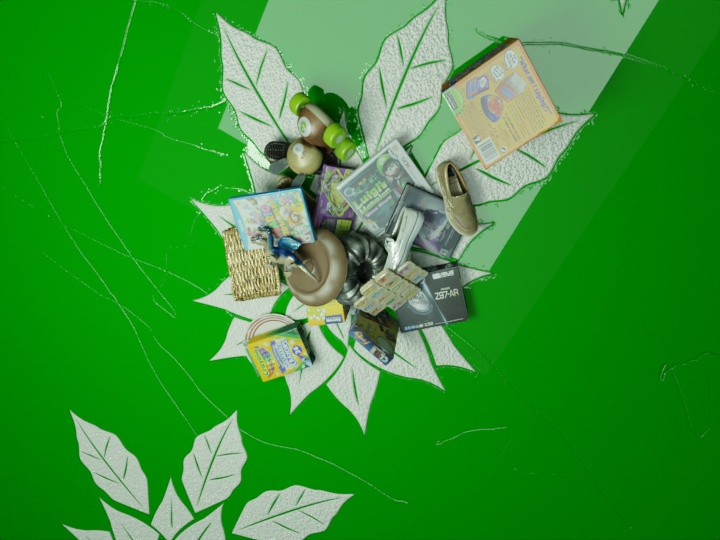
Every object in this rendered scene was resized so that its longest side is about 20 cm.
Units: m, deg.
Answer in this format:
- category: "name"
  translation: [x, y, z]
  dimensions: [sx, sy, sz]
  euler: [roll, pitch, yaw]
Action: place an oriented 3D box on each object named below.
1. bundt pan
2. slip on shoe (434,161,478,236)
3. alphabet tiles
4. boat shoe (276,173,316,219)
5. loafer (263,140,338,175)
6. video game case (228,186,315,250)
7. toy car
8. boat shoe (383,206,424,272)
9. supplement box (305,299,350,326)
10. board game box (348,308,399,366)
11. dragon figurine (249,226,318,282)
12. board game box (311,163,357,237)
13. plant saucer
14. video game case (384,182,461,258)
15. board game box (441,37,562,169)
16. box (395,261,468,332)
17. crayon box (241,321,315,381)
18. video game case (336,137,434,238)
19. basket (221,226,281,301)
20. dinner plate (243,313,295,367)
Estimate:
- category: "bundt pan"
  translation: [0.000, 0.000, 1.647]
  dimensions: [0.198, 0.075, 0.208]
  euler: [-9, 105, -36]
- category: "slip on shoe"
  translation: [0.251, -0.183, 1.593]
  dimensions: [0.074, 0.060, 0.205]
  euler: [-21, 95, -14]
- category: "alphabet tiles"
  translation: [0.082, 0.051, 1.626]
  dimensions: [0.194, 0.199, 0.015]
  euler: [-38, 59, 16]
- category: "boat shoe"
  translation: [-0.156, -0.178, 1.674]
  dimensions: [0.072, 0.065, 0.200]
  euler: [-39, 120, 5]
- category: "loafer"
  translation: [-0.155, -0.293, 1.637]
  dimensions: [0.195, 0.071, 0.075]
  euler: [13, 77, -6]
- category: "video game case"
  translation: [-0.220, -0.128, 1.562]
  dimensions: [0.195, 0.018, 0.146]
  euler: [-6, 118, 15]
- category: "toy car"
  translation: [-0.138, -0.297, 1.537]
  dimensions: [0.164, 0.158, 0.201]
  euler: [43, 94, 22]
- category: "boat shoe"
  translation: [0.093, -0.069, 1.615]
  dimensions: [0.066, 0.073, 0.204]
  euler: [22, 94, -21]
- category: "supplement box"
  translation: [-0.100, 0.035, 1.718]
  dimensions: [0.106, 0.110, 0.205]
  euler: [-6, 110, 11]
- category: "board game box"
  translation: [0.040, 0.157, 1.695]
  dimensions: [0.135, 0.201, 0.035]
  euler: [41, 112, -8]
- category: "dragon figurine"
  translation: [-0.183, -0.043, 1.550]
  dimensions: [0.195, 0.101, 0.059]
  euler: [19, 137, -10]
- category: "board game box"
  translation: [-0.062, -0.175, 1.650]
  dimensions: [0.118, 0.032, 0.205]
  euler: [1, 115, -33]
- category: "plant saucer"
  translation: [-0.125, -0.009, 1.600]
  dimensions: [0.196, 0.036, 0.206]
  euler: [-1, 87, 31]
- category: "video game case"
  translation: [0.180, -0.128, 1.647]
  dimensions: [0.196, 0.019, 0.145]
  euler: [20, 112, -14]
- category: "board game box"
  translation: [0.320, -0.393, 1.453]
  dimensions: [0.197, 0.201, 0.202]
  euler: [-30, 104, 17]
- category: "box"
  translation: [0.189, 0.075, 1.728]
  dimensions: [0.195, 0.044, 0.164]
  euler: [-11, 109, 12]
- category: "crayon box"
  translation: [-0.245, 0.242, 1.822]
  dimensions: [0.196, 0.052, 0.128]
  euler: [-19, 107, 14]
- category: "video game case"
  translation: [0.065, -0.210, 1.619]
  dimensions: [0.198, 0.023, 0.182]
  euler: [-36, 115, 11]
- category: "basket"
  translation: [-0.270, -0.027, 1.695]
  dimensions: [0.145, 0.143, 0.206]
  euler: [-10, 90, 14]
- category: "dinner plate"
  translation: [-0.251, 0.219, 1.854]
  dimensions: [0.194, 0.024, 0.205]
  euler: [3, 111, 7]
